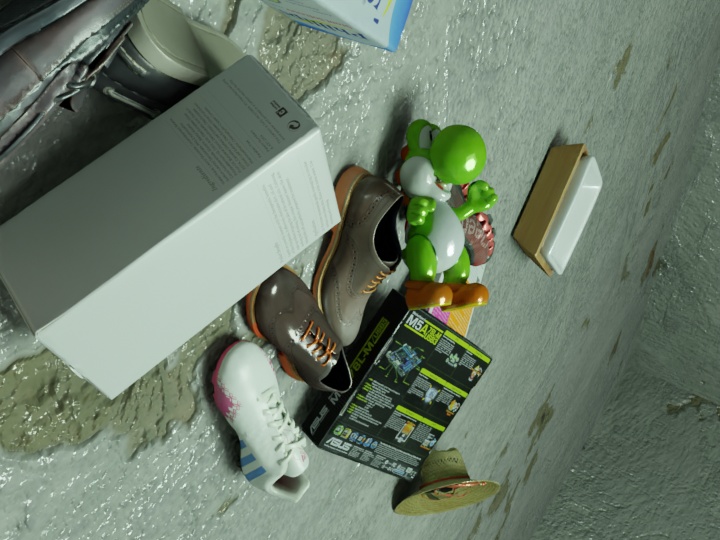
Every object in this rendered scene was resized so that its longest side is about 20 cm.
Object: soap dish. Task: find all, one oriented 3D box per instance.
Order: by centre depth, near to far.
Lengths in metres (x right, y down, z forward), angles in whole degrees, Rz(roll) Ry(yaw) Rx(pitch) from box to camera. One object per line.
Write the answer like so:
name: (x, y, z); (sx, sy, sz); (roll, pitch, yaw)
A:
soap dish: (0.340, -0.104, 1.340); (0.204, 0.080, 0.157); (-66, 153, -2)

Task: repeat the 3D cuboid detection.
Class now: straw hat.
straw hat: (0.141, 0.346, 1.318); (0.202, 0.196, 0.087); (53, 21, -60)

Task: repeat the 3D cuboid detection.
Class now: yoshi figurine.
yoshi figurine: (0.092, -0.064, 0.801); (0.112, 0.109, 0.206); (69, 16, -80)

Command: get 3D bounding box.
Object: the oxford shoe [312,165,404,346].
oxford shoe: (0.000, 0.000, 0.807); (0.071, 0.072, 0.205); (-29, 136, -49)

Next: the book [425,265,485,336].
book: (0.116, 0.035, 1.041); (0.204, 0.047, 0.134); (-68, 150, -21)

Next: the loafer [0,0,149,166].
loafer: (-0.177, -0.095, 0.402); (0.200, 0.071, 0.064); (-46, 130, -21)

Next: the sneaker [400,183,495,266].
sneaker: (0.102, -0.062, 0.932); (0.098, 0.070, 0.202); (-51, 137, -18)

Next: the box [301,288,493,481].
box: (0.050, 0.145, 0.933); (0.199, 0.047, 0.196); (31, 91, -46)

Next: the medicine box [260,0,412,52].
medicine box: (-0.027, -0.272, 0.513); (0.199, 0.101, 0.187); (4, 108, -61)

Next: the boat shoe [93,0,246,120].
boat shoe: (-0.116, -0.125, 0.537); (0.062, 0.074, 0.199); (-25, 165, 16)

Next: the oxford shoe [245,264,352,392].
oxford shoe: (-0.052, 0.058, 0.758); (0.072, 0.071, 0.201); (-55, 151, -18)

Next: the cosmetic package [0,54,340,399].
cosmetic package: (-0.115, -0.026, 0.491); (0.198, 0.085, 0.108); (-37, 154, -14)

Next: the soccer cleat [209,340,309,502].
soccer cleat: (-0.086, 0.149, 0.752); (0.070, 0.085, 0.203); (-45, 146, -34)
